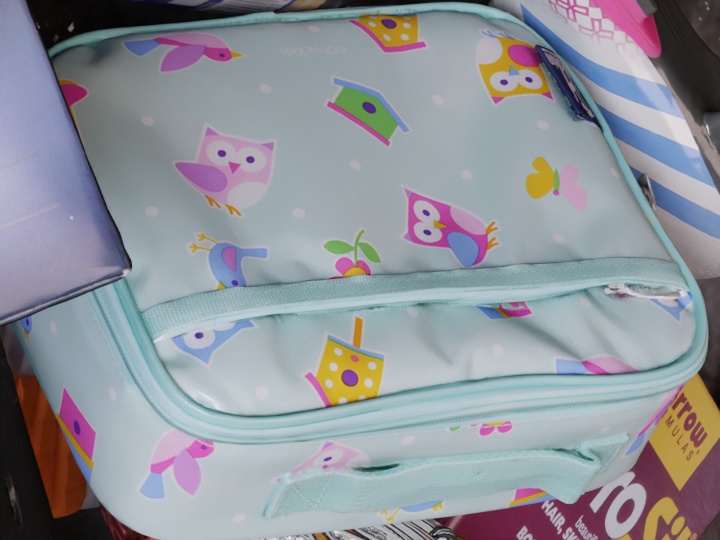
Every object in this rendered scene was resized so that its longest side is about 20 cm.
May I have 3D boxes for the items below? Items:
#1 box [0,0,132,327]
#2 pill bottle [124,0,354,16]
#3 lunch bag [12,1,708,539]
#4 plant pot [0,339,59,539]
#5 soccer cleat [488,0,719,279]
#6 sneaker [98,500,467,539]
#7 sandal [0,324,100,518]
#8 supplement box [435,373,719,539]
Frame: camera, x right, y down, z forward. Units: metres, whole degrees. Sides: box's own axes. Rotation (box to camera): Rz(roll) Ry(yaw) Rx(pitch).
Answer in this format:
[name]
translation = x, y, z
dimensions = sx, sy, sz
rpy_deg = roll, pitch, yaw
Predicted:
[box]
translation = -0.183, -0.053, 0.645
dimensions = 0.199, 0.123, 0.199
rpy_deg = -23, 94, -15
[pill bottle]
translation = -0.087, -0.137, 0.875
dimensions = 0.199, 0.112, 0.112
rpy_deg = 5, 100, -36
[lunch bag]
translation = 0.000, 0.000, 0.876
dimensions = 0.199, 0.161, 0.077
rpy_deg = -7, 141, -29
[plant pot]
translation = -0.166, 0.116, 0.796
dimensions = 0.176, 0.200, 0.200
rpy_deg = -13, 113, 1
[soccer cleat]
translation = 0.066, -0.078, 0.962
dimensions = 0.201, 0.086, 0.070
rpy_deg = 58, 33, -14
[sneaker]
translation = -0.012, 0.096, 0.890
dimensions = 0.082, 0.200, 0.078
rpy_deg = -36, 164, -18
[sandal]
translation = -0.100, 0.038, 0.954
dimensions = 0.206, 0.059, 0.079
rpy_deg = 15, 102, -58
[supplement box]
translation = 0.021, 0.091, 1.003
dimensions = 0.200, 0.103, 0.131
rpy_deg = -51, 140, -12
